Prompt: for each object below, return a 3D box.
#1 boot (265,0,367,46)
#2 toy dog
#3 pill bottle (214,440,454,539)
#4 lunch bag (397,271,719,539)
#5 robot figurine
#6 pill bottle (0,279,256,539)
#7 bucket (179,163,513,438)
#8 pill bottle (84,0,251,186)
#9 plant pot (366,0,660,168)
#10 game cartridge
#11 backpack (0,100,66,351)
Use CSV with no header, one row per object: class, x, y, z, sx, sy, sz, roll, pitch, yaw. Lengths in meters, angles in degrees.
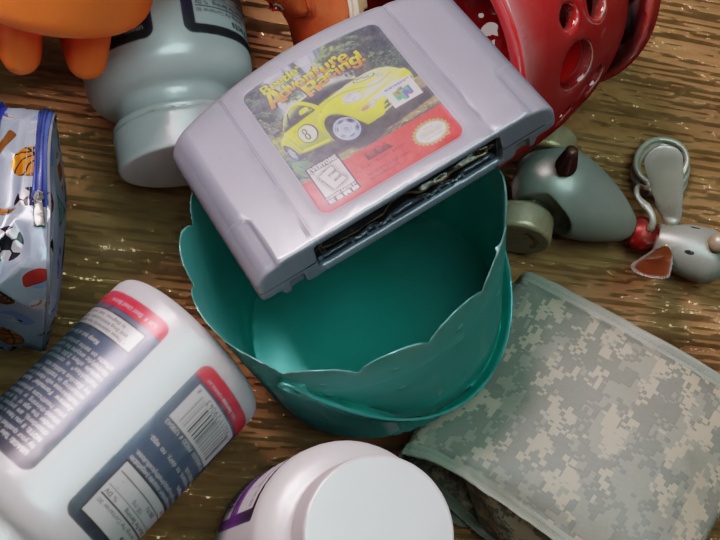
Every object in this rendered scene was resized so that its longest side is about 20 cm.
boot,-0.053,-0.195,0.749,0.107,0.201,0.075,-16,35,-13
toy dog,0.193,-0.052,0.872,0.199,0.096,0.133,-1,75,-17
pill bottle,-0.017,0.161,0.690,0.111,0.200,0.112,4,74,-15
lunch bag,0.142,0.116,0.794,0.199,0.118,0.164,34,68,8
robot figurine,-0.165,-0.209,0.651,0.143,0.201,0.117,22,31,9
pill bottle,-0.169,0.114,0.701,0.120,0.120,0.200,44,68,-1
bucket,0.000,0.000,0.742,0.206,0.135,0.208,-5,61,9
pill bottle,-0.134,-0.164,0.789,0.111,0.111,0.201,-6,76,-18
plant pot,0.097,-0.187,0.832,0.182,0.200,0.201,-31,85,-33
game cartridge,-0.005,-0.083,0.692,0.199,0.041,0.133,-31,55,-8
backpack,-0.248,-0.039,0.692,0.153,0.200,0.192,-3,69,-23
